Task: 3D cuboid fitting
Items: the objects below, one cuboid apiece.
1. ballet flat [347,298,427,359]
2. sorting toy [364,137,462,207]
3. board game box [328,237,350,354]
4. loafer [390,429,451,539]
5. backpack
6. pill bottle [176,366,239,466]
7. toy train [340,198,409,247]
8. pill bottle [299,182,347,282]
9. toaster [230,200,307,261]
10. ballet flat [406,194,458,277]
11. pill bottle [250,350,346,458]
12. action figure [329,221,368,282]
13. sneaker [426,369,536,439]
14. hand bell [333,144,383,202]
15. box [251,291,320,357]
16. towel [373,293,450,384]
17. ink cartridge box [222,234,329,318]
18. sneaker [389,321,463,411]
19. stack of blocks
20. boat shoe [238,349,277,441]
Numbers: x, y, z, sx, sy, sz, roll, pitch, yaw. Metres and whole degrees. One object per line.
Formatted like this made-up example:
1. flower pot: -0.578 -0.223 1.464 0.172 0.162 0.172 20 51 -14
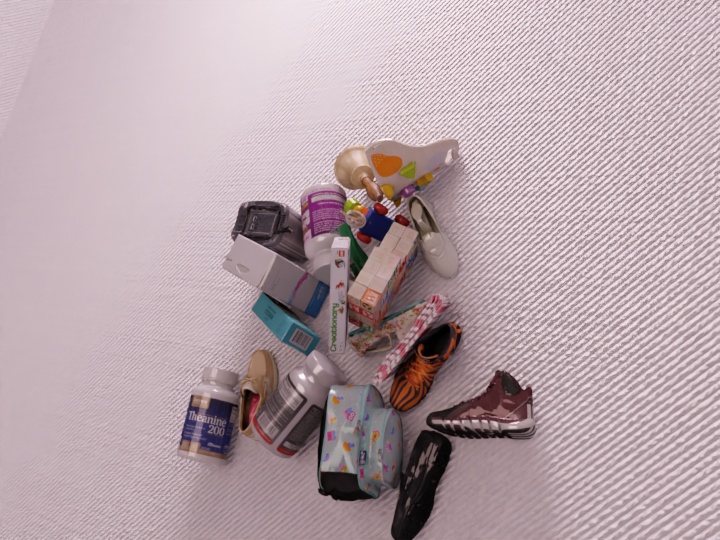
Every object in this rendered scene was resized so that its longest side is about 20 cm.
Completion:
1. ballet flat: 0.062 0.120 1.453 0.198 0.075 0.065 -27 87 29
2. sorting toy: 0.123 -0.220 1.491 0.177 0.200 0.109 -23 81 11
3. board game box: -0.040 0.045 1.402 0.034 0.126 0.205 2 101 1
4. loafer: 0.100 0.386 1.301 0.070 0.068 0.204 10 72 46
5. backpack: 0.001 0.310 1.337 0.150 0.176 0.204 -10 64 14
6. pill bottle: -0.333 0.323 1.613 0.109 0.110 0.204 -1 70 35
7. toy train: 0.001 -0.116 1.504 0.086 0.198 0.116 -58 44 9
8. pill bottle: -0.073 -0.083 1.599 0.111 0.112 0.204 -24 57 25
9. toaster: -0.193 -0.089 1.678 0.197 0.129 0.116 5 73 38
10. ballet flat: 0.137 -0.074 1.471 0.069 0.069 0.203 -33 55 20
11. pill bottle: -0.123 0.272 1.479 0.201 0.115 0.116 -50 50 7
12. action figure: 0.000 0.000 1.502 0.054 0.118 0.203 -26 90 16
13. sneaker: 0.216 0.234 1.284 0.196 0.076 0.118 -2 64 24
14. hand bell: 0.014 -0.186 1.542 0.104 0.104 0.201 -46 29 10
15. box: -0.163 0.114 1.562 0.050 0.082 0.199 -56 32 0
16. towel: 0.097 0.126 1.366 0.030 0.146 0.201 40 97 11
17. ink cartridge box: -0.182 0.014 1.579 0.143 0.199 0.086 24 85 40
18. sneaker: 0.110 0.174 1.343 0.077 0.112 0.202 35 94 19
19. stack of blocks: 0.046 0.006 1.411 0.058 0.116 0.202 23 62 14
20. boat shoe: -0.230 0.266 1.590 0.073 0.069 0.204 -16 62 30
